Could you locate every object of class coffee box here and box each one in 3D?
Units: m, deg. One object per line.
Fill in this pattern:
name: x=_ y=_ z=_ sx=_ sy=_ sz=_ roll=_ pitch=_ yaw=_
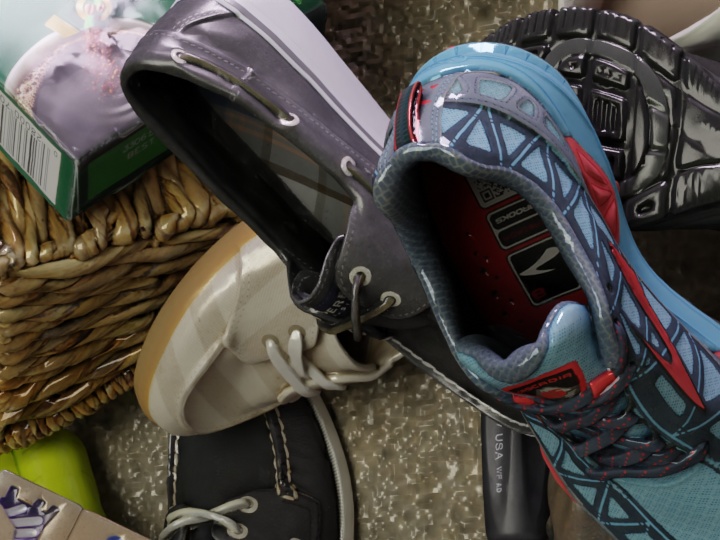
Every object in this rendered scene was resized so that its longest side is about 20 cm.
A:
coffee box: x=-0.123 y=-0.123 z=1.095 sx=0.200 sy=0.123 sz=0.044 roll=46 pitch=153 yaw=20

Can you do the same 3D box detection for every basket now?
basket: x=-0.113 y=-0.055 z=1.168 sx=0.149 sy=0.143 sz=0.200 roll=101 pitch=150 yaw=-56

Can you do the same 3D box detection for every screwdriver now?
screwdriver: x=0.056 y=0.004 z=1.083 sx=0.029 sy=0.028 sz=0.200 roll=-34 pitch=53 yaw=58

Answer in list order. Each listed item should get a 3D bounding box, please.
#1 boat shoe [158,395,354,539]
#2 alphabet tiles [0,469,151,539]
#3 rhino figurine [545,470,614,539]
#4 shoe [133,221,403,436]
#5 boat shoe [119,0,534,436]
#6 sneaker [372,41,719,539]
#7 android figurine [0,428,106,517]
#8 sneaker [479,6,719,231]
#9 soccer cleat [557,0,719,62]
boat shoe: x=-0.047 y=0.120 z=1.107 sx=0.074 sy=0.060 sz=0.200 roll=-11 pitch=76 yaw=33
alphabet tiles: x=-0.136 y=0.160 z=1.062 sx=0.200 sy=0.008 sz=0.167 roll=25 pitch=80 yaw=5
rhino figurine: x=0.147 y=0.068 z=0.980 sx=0.200 sy=0.060 sz=0.088 roll=-18 pitch=75 yaw=30
shoe: x=0.000 y=0.000 z=1.063 sx=0.200 sy=0.070 sz=0.053 roll=-40 pitch=49 yaw=14
boat shoe: x=-0.003 y=-0.012 z=0.990 sx=0.200 sy=0.066 sz=0.070 roll=50 pitch=142 yaw=-4
sneaker: x=0.062 y=0.029 z=0.921 sx=0.079 sy=0.096 sz=0.200 roll=-32 pitch=96 yaw=26
android figurine: x=-0.192 y=0.100 z=1.160 sx=0.200 sy=0.182 sz=0.041 roll=-112 pitch=20 yaw=-50
sneaker: x=0.125 y=-0.038 z=0.985 sx=0.200 sy=0.091 sz=0.076 roll=11 pitch=84 yaw=24
soccer cleat: x=0.158 y=-0.118 z=0.994 sx=0.200 sy=0.078 sz=0.069 roll=-32 pitch=65 yaw=26
